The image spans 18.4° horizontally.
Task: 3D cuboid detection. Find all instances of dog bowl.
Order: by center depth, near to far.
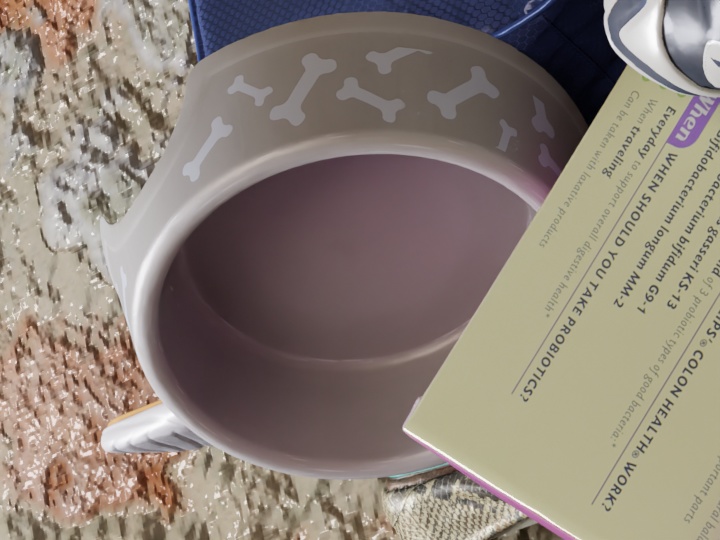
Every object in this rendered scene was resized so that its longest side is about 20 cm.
[{"bbox_3d":[0.000,0.000,0.847,0.200,0.199,0.059,-42,34,27],"label":"dog bowl"}]

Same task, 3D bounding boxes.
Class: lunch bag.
[{"bbox_3d":[0.029,-0.100,0.916,0.199,0.132,0.137,-23,60,26],"label":"lunch bag"}]

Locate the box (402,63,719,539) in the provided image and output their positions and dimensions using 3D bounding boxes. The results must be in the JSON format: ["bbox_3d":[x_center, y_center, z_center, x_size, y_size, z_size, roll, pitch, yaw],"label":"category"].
[{"bbox_3d":[0.149,0.037,0.752,0.199,0.097,0.177,29,85,37],"label":"box"}]

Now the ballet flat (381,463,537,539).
[{"bbox_3d":[0.098,0.081,0.892,0.199,0.068,0.076,-27,89,33],"label":"ballet flat"}]

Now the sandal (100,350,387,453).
[{"bbox_3d":[-0.046,0.036,0.997,0.206,0.079,0.060,-19,76,38],"label":"sandal"}]

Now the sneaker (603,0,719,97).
[{"bbox_3d":[0.148,-0.150,0.685,0.129,0.079,0.200,17,85,66],"label":"sneaker"}]
